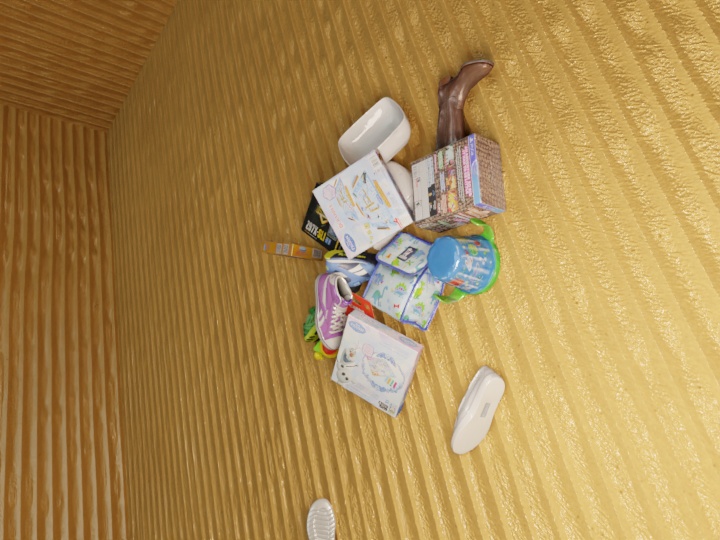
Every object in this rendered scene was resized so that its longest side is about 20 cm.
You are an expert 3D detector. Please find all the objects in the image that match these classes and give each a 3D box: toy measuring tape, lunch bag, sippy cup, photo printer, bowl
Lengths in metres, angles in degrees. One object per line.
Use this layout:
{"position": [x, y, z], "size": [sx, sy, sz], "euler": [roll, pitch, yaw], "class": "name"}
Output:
{"position": [-0.057, 0.184, 1.634], "size": [0.200, 0.073, 0.074], "euler": [-48, 49, 10], "class": "toy measuring tape"}
{"position": [0.116, 0.018, 1.412], "size": [0.169, 0.126, 0.203], "euler": [27, 93, 50], "class": "lunch bag"}
{"position": [0.221, -0.020, 1.284], "size": [0.138, 0.129, 0.182], "euler": [-9, 76, 47], "class": "sippy cup"}
{"position": [0.069, -0.178, 1.522], "size": [0.201, 0.069, 0.167], "euler": [-54, 48, 19], "class": "photo printer"}
{"position": [0.045, -0.348, 1.536], "size": [0.199, 0.074, 0.201], "euler": [-41, 34, 12], "class": "bowl"}

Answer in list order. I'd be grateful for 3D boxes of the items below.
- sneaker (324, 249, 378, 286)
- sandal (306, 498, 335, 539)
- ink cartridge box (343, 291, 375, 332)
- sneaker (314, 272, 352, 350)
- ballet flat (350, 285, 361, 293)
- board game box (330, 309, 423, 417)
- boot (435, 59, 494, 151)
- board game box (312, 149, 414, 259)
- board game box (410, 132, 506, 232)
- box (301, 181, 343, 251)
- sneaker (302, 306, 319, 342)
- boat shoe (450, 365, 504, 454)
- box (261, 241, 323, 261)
{"position": [0.000, 0.000, 1.535], "size": [0.195, 0.074, 0.084], "euler": [9, 112, 10], "class": "sneaker"}
{"position": [-0.102, 0.736, 1.585], "size": [0.050, 0.081, 0.207], "euler": [85, 177, -74], "class": "sandal"}
{"position": [-0.013, 0.152, 1.510], "size": [0.161, 0.057, 0.203], "euler": [25, 142, 49], "class": "ink cartridge box"}
{"position": [-0.063, 0.110, 1.484], "size": [0.113, 0.072, 0.205], "euler": [2, 103, 52], "class": "sneaker"}
{"position": [-0.012, -0.042, 1.601], "size": [0.072, 0.072, 0.205], "euler": [-12, 72, 47], "class": "ballet flat"}
{"position": [0.037, 0.229, 1.430], "size": [0.197, 0.043, 0.202], "euler": [27, 119, 20], "class": "board game box"}
{"position": [0.244, -0.374, 1.367], "size": [0.185, 0.063, 0.205], "euler": [-12, 71, 61], "class": "boot"}
{"position": [0.008, -0.164, 1.452], "size": [0.197, 0.041, 0.203], "euler": [-28, 91, 20], "class": "board game box"}
{"position": [0.222, -0.195, 1.337], "size": [0.198, 0.096, 0.163], "euler": [-16, 71, 46], "class": "board game box"}
{"position": [-0.090, -0.157, 1.731], "size": [0.199, 0.049, 0.163], "euler": [36, 112, 46], "class": "box"}
{"position": [-0.117, 0.131, 1.692], "size": [0.200, 0.073, 0.085], "euler": [-47, 55, 34], "class": "sneaker"}
{"position": [0.244, 0.301, 1.255], "size": [0.069, 0.071, 0.204], "euler": [-122, 45, -63], "class": "boat shoe"}
{"position": [-0.221, -0.062, 1.812], "size": [0.198, 0.118, 0.042], "euler": [10, 91, 49], "class": "box"}
